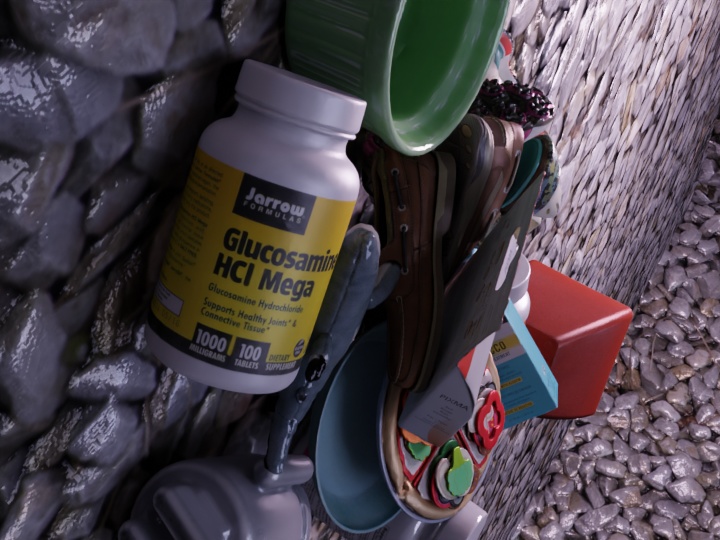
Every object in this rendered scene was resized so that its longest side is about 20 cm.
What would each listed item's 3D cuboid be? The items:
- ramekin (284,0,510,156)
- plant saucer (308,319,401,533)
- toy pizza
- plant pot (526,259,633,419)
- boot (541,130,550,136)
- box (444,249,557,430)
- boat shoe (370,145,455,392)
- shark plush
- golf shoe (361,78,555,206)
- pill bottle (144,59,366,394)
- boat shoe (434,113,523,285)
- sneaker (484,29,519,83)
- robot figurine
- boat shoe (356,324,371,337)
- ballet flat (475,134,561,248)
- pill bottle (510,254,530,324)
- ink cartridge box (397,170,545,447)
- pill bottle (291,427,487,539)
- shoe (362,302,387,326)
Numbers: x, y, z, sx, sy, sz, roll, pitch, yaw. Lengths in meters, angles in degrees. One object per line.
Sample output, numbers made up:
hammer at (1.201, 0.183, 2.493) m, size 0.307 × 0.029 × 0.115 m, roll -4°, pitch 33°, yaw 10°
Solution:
ramekin at (0.030, -0.196, 0.674) m, size 0.200 × 0.097 × 0.201 m, roll -48°, pitch 151°, yaw -37°
plant saucer at (0.011, 0.141, 0.849) m, size 0.199 × 0.036 × 0.202 m, roll -15°, pitch 109°, yaw -50°
toy pizza at (0.086, 0.141, 0.872) m, size 0.199 × 0.031 × 0.203 m, roll -1°, pitch 91°, yaw -49°
plant pot at (0.279, 0.124, 1.444) m, size 0.175 × 0.199 × 0.202 m, roll -13°, pitch 125°, yaw -49°
boot at (0.127, -0.094, 0.982) m, size 0.200 × 0.075 × 0.107 m, roll -45°, pitch 147°, yaw -2°
box at (0.136, 0.073, 0.988) m, size 0.201 × 0.082 × 0.049 m, roll 58°, pitch 22°, yaw -15°
boat shoe at (0.031, -0.002, 0.751) m, size 0.072 × 0.067 × 0.203 m, roll 168°, pitch -73°, yaw -73°
shark plush at (-0.041, 0.053, 0.674) m, size 0.201 × 0.090 × 0.083 m, roll -57°, pitch -164°, yaw 8°
golf shoe at (0.090, -0.118, 0.854) m, size 0.198 × 0.073 × 0.093 m, roll -19°, pitch 143°, yaw -14°
pill bottle at (-0.067, -0.030, 0.607) m, size 0.112 × 0.112 × 0.202 m, roll -8°, pitch 120°, yaw -63°
boat shoe at (0.093, -0.052, 0.814) m, size 0.071 × 0.076 × 0.201 m, roll -10°, pitch 143°, yaw -28°
sneaker at (0.112, -0.184, 0.930) m, size 0.093 × 0.070 × 0.200 m, roll -45°, pitch 158°, yaw -1°
robot figurine at (-0.112, 0.211, 0.748) m, size 0.169 × 0.113 × 0.200 m, roll -41°, pitch 160°, yaw 12°
boat shoe at (0.022, 0.026, 0.921) m, size 0.070 × 0.070 × 0.202 m, roll -138°, pitch -107°, yaw -89°
ballet flat at (0.152, -0.068, 0.863) m, size 0.075 × 0.074 × 0.200 m, roll -56°, pitch -174°, yaw -22°
pill bottle at (0.170, 0.068, 1.231) m, size 0.110 × 0.109 × 0.201 m, roll -45°, pitch 150°, yaw -40°
ink cartridge box at (0.106, 0.037, 0.752) m, size 0.200 × 0.050 × 0.163 m, roll -53°, pitch -169°, yaw 54°
pill bottle at (0.026, 0.241, 0.958) m, size 0.114 × 0.199 × 0.114 m, roll -49°, pitch 158°, yaw -28°
shoe at (0.000, 0.000, 0.810) m, size 0.200 × 0.069 × 0.054 m, roll 35°, pitch 47°, yaw -50°
